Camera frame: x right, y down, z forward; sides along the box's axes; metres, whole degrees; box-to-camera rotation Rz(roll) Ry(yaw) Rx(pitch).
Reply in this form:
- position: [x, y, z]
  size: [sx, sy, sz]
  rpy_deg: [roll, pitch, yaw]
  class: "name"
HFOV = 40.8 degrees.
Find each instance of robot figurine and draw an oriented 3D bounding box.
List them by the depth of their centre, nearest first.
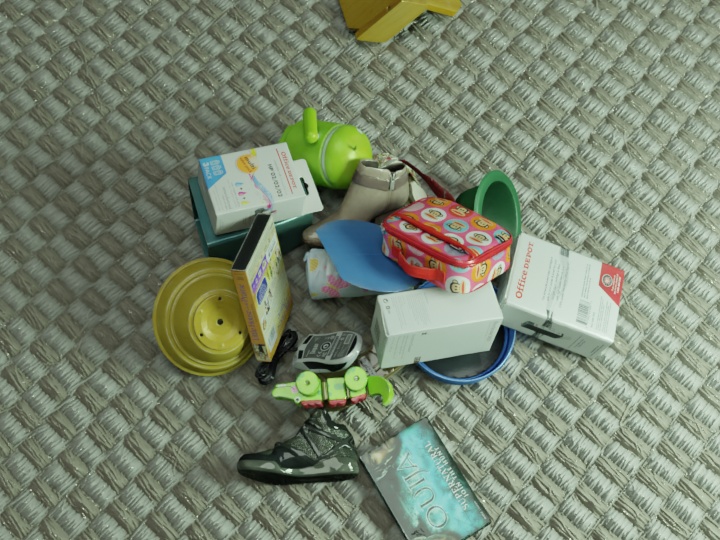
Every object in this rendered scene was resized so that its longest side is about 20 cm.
- position: [-0.063, -0.212, 1.767]
  size: [0.198, 0.176, 0.117]
  rpy_deg: [14, 68, 39]
  class: "robot figurine"

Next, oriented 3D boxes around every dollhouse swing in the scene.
- position: [0.077, -0.573, 2.002]
  size: [0.181, 0.175, 0.203]
  rpy_deg: [-33, 61, 31]
  class: "dollhouse swing"

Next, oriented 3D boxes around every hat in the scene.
- position: [0.180, -0.100, 1.763]
  size: [0.174, 0.164, 0.204]
  rpy_deg: [-1, 88, 38]
  class: "hat"

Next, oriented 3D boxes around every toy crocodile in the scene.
- position: [-0.045, 0.196, 1.568]
  size: [0.196, 0.068, 0.063]
  rpy_deg: [-5, 72, 0]
  class: "toy crocodile"

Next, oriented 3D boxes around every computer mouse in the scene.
- position: [-0.077, 0.144, 1.617]
  size: [0.197, 0.044, 0.110]
  rpy_deg: [-4, 41, 34]
  class: "computer mouse"

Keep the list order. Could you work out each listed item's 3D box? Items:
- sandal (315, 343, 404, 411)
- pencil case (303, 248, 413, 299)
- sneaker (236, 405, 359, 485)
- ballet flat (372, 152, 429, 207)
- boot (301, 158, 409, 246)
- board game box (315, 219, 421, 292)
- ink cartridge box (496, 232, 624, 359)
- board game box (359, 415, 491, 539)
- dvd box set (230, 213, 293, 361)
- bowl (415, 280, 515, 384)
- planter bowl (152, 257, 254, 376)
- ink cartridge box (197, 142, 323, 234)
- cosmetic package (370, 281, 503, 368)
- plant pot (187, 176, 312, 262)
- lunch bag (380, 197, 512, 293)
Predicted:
- position: [0.001, 0.177, 1.637]
  size: [0.198, 0.054, 0.081]
  rpy_deg: [-31, 72, -7]
  class: "sandal"
- position: [0.000, 0.000, 1.701]
  size: [0.196, 0.092, 0.083]
  rpy_deg: [-6, 27, -1]
  class: "pencil case"
- position: [-0.103, 0.286, 1.579]
  size: [0.196, 0.077, 0.116]
  rpy_deg: [-4, 63, -5]
  class: "sneaker"
- position: [0.087, -0.156, 1.789]
  size: [0.075, 0.064, 0.201]
  rpy_deg: [-30, 68, -18]
  class: "ballet flat"
- position: [-0.005, -0.124, 1.711]
  size: [0.197, 0.148, 0.070]
  rpy_deg: [-10, 39, -29]
  class: "boot"
- position: [0.012, -0.012, 1.626]
  size: [0.156, 0.039, 0.201]
  rpy_deg: [0, 38, -27]
  class: "board game box"
- position: [0.337, 0.043, 1.658]
  size: [0.197, 0.084, 0.146]
  rpy_deg: [21, 61, -4]
  class: "ink cartridge box"
- position: [0.103, 0.356, 1.568]
  size: [0.134, 0.028, 0.201]
  rpy_deg: [-28, 68, -13]
  class: "board game box"
- position: [-0.160, 0.029, 1.608]
  size: [0.029, 0.202, 0.147]
  rpy_deg: [3, 42, 15]
  class: "dvd box set"
- position: [0.169, 0.102, 1.681]
  size: [0.197, 0.040, 0.204]
  rpy_deg: [0, 65, 0]
  class: "bowl"
- position: [-0.241, 0.082, 1.614]
  size: [0.197, 0.083, 0.204]
  rpy_deg: [-2, 95, -21]
  class: "planter bowl"
- position: [-0.166, -0.144, 1.642]
  size: [0.197, 0.068, 0.116]
  rpy_deg: [-14, 65, -18]
  class: "ink cartridge box"
- position: [0.123, 0.087, 1.589]
  size: [0.196, 0.114, 0.082]
  rpy_deg: [-8, 58, -10]
  class: "cosmetic package"
- position: [-0.190, -0.093, 1.724]
  size: [0.197, 0.142, 0.143]
  rpy_deg: [-15, 65, -11]
  class: "plant pot"
- position: [0.132, -0.038, 1.594]
  size: [0.199, 0.083, 0.175]
  rpy_deg: [29, 41, 35]
  class: "lunch bag"
